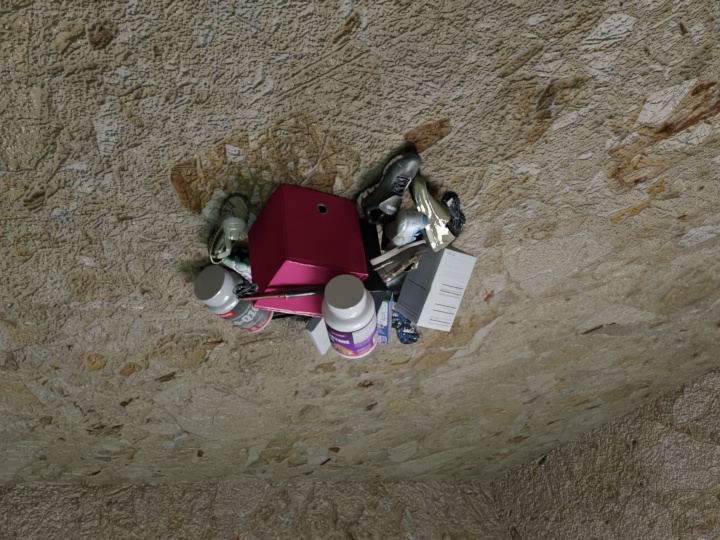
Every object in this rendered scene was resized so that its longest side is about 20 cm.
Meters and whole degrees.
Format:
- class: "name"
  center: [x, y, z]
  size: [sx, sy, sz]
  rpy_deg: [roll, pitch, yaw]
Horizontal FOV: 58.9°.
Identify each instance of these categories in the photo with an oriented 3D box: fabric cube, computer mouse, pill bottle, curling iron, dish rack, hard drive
- class: "fabric cube"
  center: [-0.122, -0.037, 1.407]
  size: [0.196, 0.200, 0.200]
  rpy_deg: [11, 142, -28]
- class: "computer mouse"
  center: [0.151, -0.102, 1.517]
  size: [0.199, 0.053, 0.139]
  rpy_deg: [-17, 148, 11]
- class: "pill bottle"
  center: [-0.317, 0.071, 1.601]
  size: [0.114, 0.114, 0.200]
  rpy_deg: [-22, 146, 19]
- class: "curling iron"
  center: [-0.162, 0.045, 1.314]
  size: [0.199, 0.026, 0.050]
  rpy_deg: [2, 149, -17]
- class: "pill bottle"
  center: [-0.023, 0.096, 1.351]
  size: [0.111, 0.112, 0.200]
  rpy_deg: [-10, 146, 0]
- class: "dish rack"
  center: [-0.164, 0.121, 1.739]
  size: [0.153, 0.055, 0.200]
  rpy_deg: [-9, 158, 23]
- class: "hard drive"
  center: [-0.086, 0.142, 1.717]
  size: [0.026, 0.132, 0.200]
  rpy_deg: [30, 162, 18]

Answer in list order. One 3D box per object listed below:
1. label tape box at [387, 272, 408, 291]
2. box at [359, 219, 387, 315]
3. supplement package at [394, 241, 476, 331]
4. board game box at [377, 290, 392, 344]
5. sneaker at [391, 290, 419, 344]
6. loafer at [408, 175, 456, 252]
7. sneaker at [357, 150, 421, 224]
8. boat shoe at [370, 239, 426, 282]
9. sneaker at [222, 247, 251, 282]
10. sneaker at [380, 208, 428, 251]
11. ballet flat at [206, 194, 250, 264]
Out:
- class: "label tape box"
  center: [0.135, 0.019, 1.689]
  size: [0.200, 0.066, 0.143]
  rpy_deg: [-28, 144, 29]
- class: "box"
  center: [0.000, 0.000, 1.495]
  size: [0.079, 0.200, 0.141]
  rpy_deg: [-1, 147, -11]
- class: "supplement package"
  center: [0.185, 0.034, 1.589]
  size: [0.109, 0.114, 0.201]
  rpy_deg: [13, 102, -33]
- class: "board game box"
  center: [0.013, 0.112, 1.632]
  size: [0.135, 0.035, 0.200]
  rpy_deg: [10, 143, 8]
- class: "sneaker"
  center: [0.106, 0.117, 1.712]
  size: [0.075, 0.077, 0.200]
  rpy_deg: [-13, 138, 5]
- class: "loafer"
  center: [0.161, -0.134, 1.423]
  size: [0.068, 0.076, 0.200]
  rpy_deg: [-21, 127, 6]
- class: "sneaker"
  center: [0.068, -0.167, 1.357]
  size: [0.066, 0.091, 0.200]
  rpy_deg: [14, 141, -34]
- class: "boat shoe"
  center: [0.096, -0.024, 1.440]
  size: [0.072, 0.060, 0.200]
  rpy_deg: [-24, 179, 35]
- class: "sneaker"
  center: [-0.246, 0.032, 1.535]
  size: [0.199, 0.078, 0.140]
  rpy_deg: [17, 123, -7]
- class: "sneaker"
  center: [0.092, -0.084, 1.424]
  size: [0.072, 0.072, 0.200]
  rpy_deg: [10, 166, -13]
- class: "ballet flat"
  center: [-0.291, -0.079, 1.410]
  size: [0.068, 0.075, 0.200]
  rpy_deg: [10, 142, -27]
